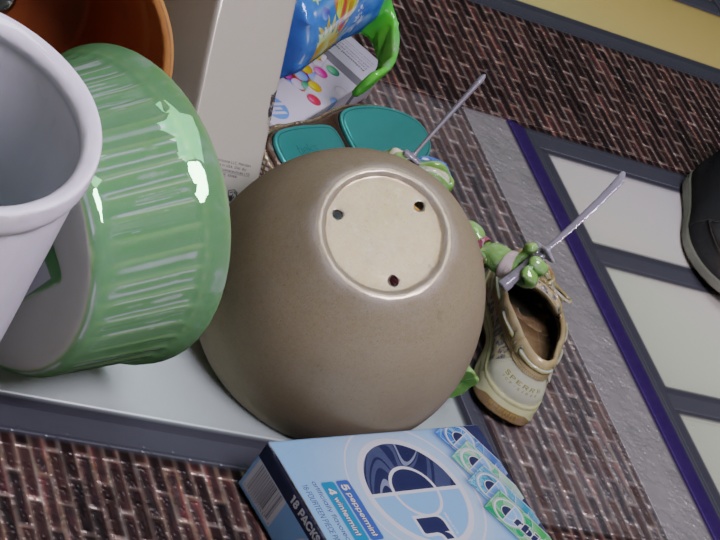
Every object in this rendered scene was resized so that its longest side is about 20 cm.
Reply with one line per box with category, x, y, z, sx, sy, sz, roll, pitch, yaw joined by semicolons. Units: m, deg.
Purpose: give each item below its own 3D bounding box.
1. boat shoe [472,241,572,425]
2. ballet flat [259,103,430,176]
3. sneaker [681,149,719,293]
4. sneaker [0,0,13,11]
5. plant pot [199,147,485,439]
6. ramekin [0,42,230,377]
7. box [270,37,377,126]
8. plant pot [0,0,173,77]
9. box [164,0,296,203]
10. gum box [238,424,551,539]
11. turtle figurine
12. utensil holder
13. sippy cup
boat shoe;0.131;0.039;1.677;0.073;0.063;0.201;28;32;-13
ballet flat;-0.026;-0.086;1.679;0.199;0.065;0.071;-7;70;-51
sneaker;0.346;-0.060;1.985;0.074;0.106;0.201;24;33;-20
sneaker;-0.213;-0.188;1.635;0.199;0.075;0.085;30;-14;15
plant pot;0.000;0.000;1.442;0.198;0.135;0.202;6;68;-14
ramekin;-0.180;-0.031;1.333;0.097;0.201;0.200;-17;59;-44
box;-0.084;-0.174;1.763;0.156;0.041;0.200;41;32;7
plant pot;-0.235;-0.163;1.468;0.199;0.201;0.140;20;19;-25
box;-0.102;-0.149;1.554;0.068;0.202;0.082;11;5;-37
gum box;0.042;0.182;1.416;0.199;0.045;0.170;-1;48;-45
turtle figurine;0.067;-0.023;1.591;0.144;0.198;0.195;51;40;-45
utensil holder;-0.254;-0.025;1.221;0.169;0.201;0.171;19;40;-16
sippy cup;-0.056;-0.216;1.682;0.176;0.141;0.131;18;40;15
